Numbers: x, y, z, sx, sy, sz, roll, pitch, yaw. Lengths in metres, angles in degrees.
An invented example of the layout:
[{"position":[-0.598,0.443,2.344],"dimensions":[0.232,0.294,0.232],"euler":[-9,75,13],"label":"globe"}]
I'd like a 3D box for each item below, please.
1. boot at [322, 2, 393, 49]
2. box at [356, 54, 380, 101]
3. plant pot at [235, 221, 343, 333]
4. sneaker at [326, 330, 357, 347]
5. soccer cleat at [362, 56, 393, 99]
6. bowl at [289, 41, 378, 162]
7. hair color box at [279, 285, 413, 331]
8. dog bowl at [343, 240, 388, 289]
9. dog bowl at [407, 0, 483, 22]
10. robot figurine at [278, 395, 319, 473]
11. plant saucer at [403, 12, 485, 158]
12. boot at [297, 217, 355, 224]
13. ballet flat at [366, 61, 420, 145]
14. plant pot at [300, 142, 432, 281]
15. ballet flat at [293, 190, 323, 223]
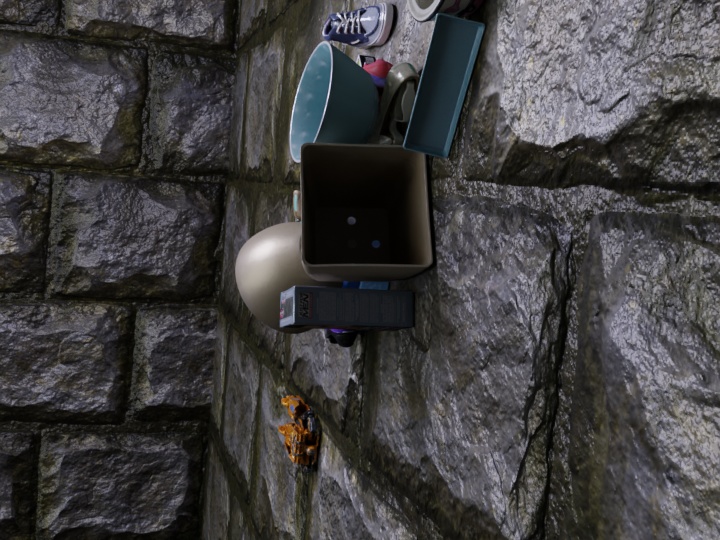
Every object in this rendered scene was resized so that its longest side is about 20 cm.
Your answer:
[{"position":[-0.008,-0.460,1.569],"dimensions":[0.200,0.089,0.074],"euler":[-178,91,-72],"label":"boot"},{"position":[0.012,-0.297,1.567],"dimensions":[0.111,0.034,0.202],"euler":[114,153,-48],"label":"box"},{"position":[-0.104,-0.006,1.475],"dimensions":[0.134,0.198,0.203],"euler":[-36,51,46],"label":"plant pot"},{"position":[-0.050,0.092,1.634],"dimensions":[0.200,0.069,0.101],"euler":[-128,36,-68],"label":"sneaker"},{"position":[-0.022,-0.313,1.491],"dimensions":[0.198,0.066,0.077],"euler":[-18,72,27],"label":"soccer cleat"},{"position":[-0.039,-0.269,1.396],"dimensions":[0.200,0.104,0.204],"euler":[-168,90,-68],"label":"bowl"},{"position":[-0.023,0.063,1.337],"dimensions":[0.099,0.197,0.062],"euler":[156,116,-70],"label":"hair color box"},{"position":[0.000,0.000,1.524],"dimensions":[0.200,0.049,0.113],"euler":[175,98,-72],"label":"dog bowl"},{"position":[0.130,-0.446,1.161],"dimensions":[0.200,0.073,0.203],"euler":[-176,90,-72],"label":"dog bowl"},{"position":[-0.140,0.368,1.877],"dimensions":[0.200,0.057,0.147],"euler":[-137,52,-69],"label":"robot figurine"},{"position":[0.116,-0.260,1.182],"dimensions":[0.019,0.069,0.202],"euler":[-85,8,-59],"label":"plant saucer"},{"position":[-0.049,-0.097,1.554],"dimensions":[0.200,0.130,0.071],"euler":[175,90,-73],"label":"boot"},{"position":[0.053,-0.244,1.384],"dimensions":[0.062,0.067,0.202],"euler":[49,135,48],"label":"ballet flat"},{"position":[-0.004,-0.073,1.343],"dimensions":[0.177,0.197,0.202],"euler":[114,155,-70],"label":"plant pot"},{"position":[-0.051,-0.154,1.499],"dimensions":[0.067,0.199,0.073],"euler":[3,117,46],"label":"ballet flat"}]
